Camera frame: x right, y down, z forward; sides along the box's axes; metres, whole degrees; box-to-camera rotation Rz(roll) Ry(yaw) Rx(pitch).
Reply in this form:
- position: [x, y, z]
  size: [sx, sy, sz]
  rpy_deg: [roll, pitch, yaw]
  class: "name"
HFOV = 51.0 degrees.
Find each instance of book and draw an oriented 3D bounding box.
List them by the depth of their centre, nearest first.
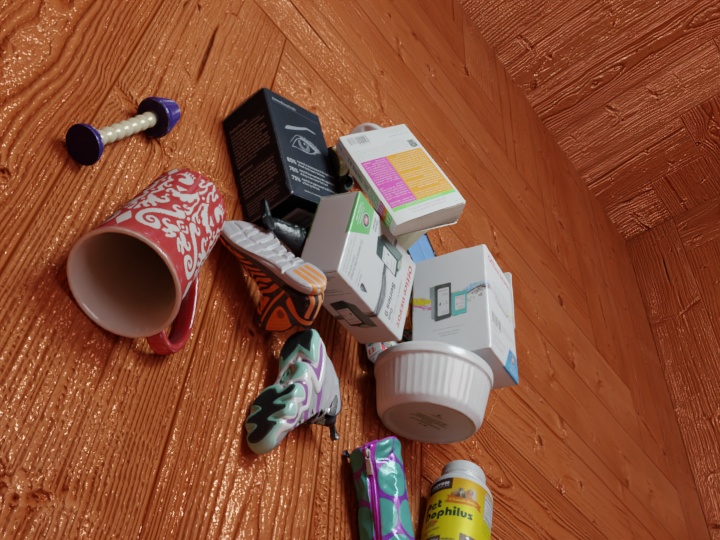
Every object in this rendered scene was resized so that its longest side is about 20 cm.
- position: [0.062, -0.151, 1.218]
  size: [0.131, 0.049, 0.202]
  rpy_deg: [-14, 56, -27]
  class: "book"

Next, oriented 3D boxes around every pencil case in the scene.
- position: [0.030, 0.343, 1.061]
  size: [0.093, 0.083, 0.204]
  rpy_deg: [50, 26, -52]
  class: "pencil case"

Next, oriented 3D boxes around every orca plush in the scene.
- position: [-0.088, -0.053, 1.175]
  size: [0.105, 0.072, 0.200]
  rpy_deg: [31, -12, 48]
  class: "orca plush"

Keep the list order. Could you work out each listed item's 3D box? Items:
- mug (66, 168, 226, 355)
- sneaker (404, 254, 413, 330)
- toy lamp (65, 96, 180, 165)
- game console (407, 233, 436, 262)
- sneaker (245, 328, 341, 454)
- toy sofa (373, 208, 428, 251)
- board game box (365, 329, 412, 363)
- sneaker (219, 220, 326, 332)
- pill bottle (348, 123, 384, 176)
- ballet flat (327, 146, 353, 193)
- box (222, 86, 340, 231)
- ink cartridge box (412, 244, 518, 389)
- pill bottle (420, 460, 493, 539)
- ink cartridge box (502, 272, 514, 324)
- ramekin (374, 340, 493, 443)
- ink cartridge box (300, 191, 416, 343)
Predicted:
- position: [-0.247, -0.015, 0.909]
  size: [0.130, 0.181, 0.201]
  rpy_deg: [18, 31, 0]
  class: "mug"
- position: [0.071, 0.046, 1.394]
  size: [0.202, 0.075, 0.074]
  rpy_deg: [-96, 173, -58]
  class: "sneaker"
- position: [-0.304, -0.190, 1.000]
  size: [0.059, 0.058, 0.200]
  rpy_deg: [55, 29, -11]
  class: "toy lamp"
- position: [0.125, -0.036, 1.614]
  size: [0.175, 0.031, 0.204]
  rpy_deg: [-2, 68, -59]
  class: "game console"
- position: [-0.073, 0.196, 1.029]
  size: [0.141, 0.076, 0.202]
  rpy_deg: [58, 39, -29]
  class: "sneaker"
- position: [0.043, -0.071, 1.316]
  size: [0.098, 0.200, 0.083]
  rpy_deg: [45, 2, -17]
  class: "toy sofa"
- position: [0.075, 0.146, 1.346]
  size: [0.199, 0.034, 0.128]
  rpy_deg: [40, 26, -36]
  class: "board game box"
- position: [-0.140, 0.017, 1.076]
  size: [0.199, 0.114, 0.077]
  rpy_deg: [36, 32, 27]
  class: "sneaker"
- position: [0.058, -0.234, 1.589]
  size: [0.198, 0.112, 0.116]
  rpy_deg: [7, 59, -58]
  class: "pill bottle"
- position: [-0.035, -0.181, 1.346]
  size: [0.200, 0.055, 0.068]
  rpy_deg: [132, -53, -84]
  class: "ballet flat"
- position: [-0.124, -0.170, 1.233]
  size: [0.147, 0.103, 0.204]
  rpy_deg: [16, 51, -53]
  class: "box"
- position: [0.181, 0.090, 1.318]
  size: [0.147, 0.143, 0.204]
  rpy_deg: [47, 37, -46]
  class: "ink cartridge box"
- position: [0.153, 0.401, 1.189]
  size: [0.110, 0.108, 0.201]
  rpy_deg: [51, 29, -18]
  class: "pill bottle"
- position: [0.218, 0.081, 1.464]
  size: [0.067, 0.196, 0.120]
  rpy_deg: [20, 64, -51]
  class: "ink cartridge box"
- position: [0.114, 0.204, 1.218]
  size: [0.201, 0.199, 0.096]
  rpy_deg: [39, 47, -35]
  class: "ramekin"
- position: [0.000, 0.000, 1.168]
  size: [0.200, 0.082, 0.149]
  rpy_deg: [48, 47, -43]
  class: "ink cartridge box"
